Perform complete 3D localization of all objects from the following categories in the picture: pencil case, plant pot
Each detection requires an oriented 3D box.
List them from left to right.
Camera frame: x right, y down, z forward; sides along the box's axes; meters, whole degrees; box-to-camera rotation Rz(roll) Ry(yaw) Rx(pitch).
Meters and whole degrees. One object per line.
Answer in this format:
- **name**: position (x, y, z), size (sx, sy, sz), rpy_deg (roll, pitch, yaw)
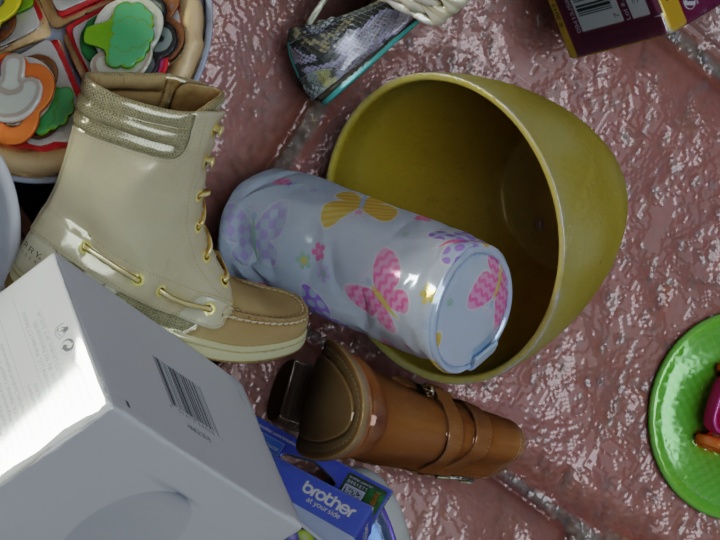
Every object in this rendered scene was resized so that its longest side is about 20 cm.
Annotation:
- **pencil case**: position (0.000, 0.000, 1.647), size (0.083, 0.199, 0.091), rpy_deg (-23, 122, -44)
- **plant pot**: position (0.096, -0.037, 1.705), size (0.142, 0.199, 0.202), rpy_deg (-14, 98, -47)

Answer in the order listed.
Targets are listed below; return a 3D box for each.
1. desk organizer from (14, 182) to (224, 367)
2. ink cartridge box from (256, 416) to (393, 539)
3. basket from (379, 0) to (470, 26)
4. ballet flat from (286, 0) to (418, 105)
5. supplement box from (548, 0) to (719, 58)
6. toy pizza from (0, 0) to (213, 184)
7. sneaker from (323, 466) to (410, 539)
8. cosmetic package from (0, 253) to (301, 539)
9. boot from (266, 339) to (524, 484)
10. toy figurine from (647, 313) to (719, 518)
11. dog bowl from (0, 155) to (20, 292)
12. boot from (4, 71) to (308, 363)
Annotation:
- **desk organizer**: position (-0.160, -0.014, 1.648), size (0.072, 0.077, 0.201), rpy_deg (-38, 105, -16)
- **ink cartridge box**: position (-0.075, 0.182, 1.644), size (0.119, 0.042, 0.200), rpy_deg (27, 58, 14)
- **basket**: position (0.048, -0.274, 1.658), size (0.135, 0.123, 0.201), rpy_deg (27, 54, -15)
- **ballet flat**: position (0.031, -0.189, 1.726), size (0.200, 0.072, 0.072), rpy_deg (-36, 104, -18)
- **supplement box**: position (0.213, -0.243, 1.748), size (0.200, 0.103, 0.132), rpy_deg (-32, 103, -36)
- **toy pizza**: position (-0.189, -0.150, 1.597), size (0.199, 0.032, 0.202), rpy_deg (-3, 70, 10)
- **sneaker**: position (-0.037, 0.234, 1.674), size (0.146, 0.080, 0.202), rpy_deg (-5, 101, -56)
- **cosmetic package**: position (-0.179, 0.125, 1.502), size (0.200, 0.123, 0.199), rpy_deg (-36, 141, 12)
- **boot**: position (0.034, 0.098, 1.662), size (0.154, 0.200, 0.074), rpy_deg (17, 90, -13)
- **toy figurine**: position (0.327, 0.115, 1.789), size (0.199, 0.184, 0.151), rpy_deg (20, 85, -21)
- **dog bowl**: position (-0.298, -0.010, 1.506), size (0.200, 0.079, 0.201), rpy_deg (-28, 131, -38)
- **boot**: position (-0.100, -0.033, 1.562), size (0.199, 0.073, 0.156), rpy_deg (13, 107, -27)
